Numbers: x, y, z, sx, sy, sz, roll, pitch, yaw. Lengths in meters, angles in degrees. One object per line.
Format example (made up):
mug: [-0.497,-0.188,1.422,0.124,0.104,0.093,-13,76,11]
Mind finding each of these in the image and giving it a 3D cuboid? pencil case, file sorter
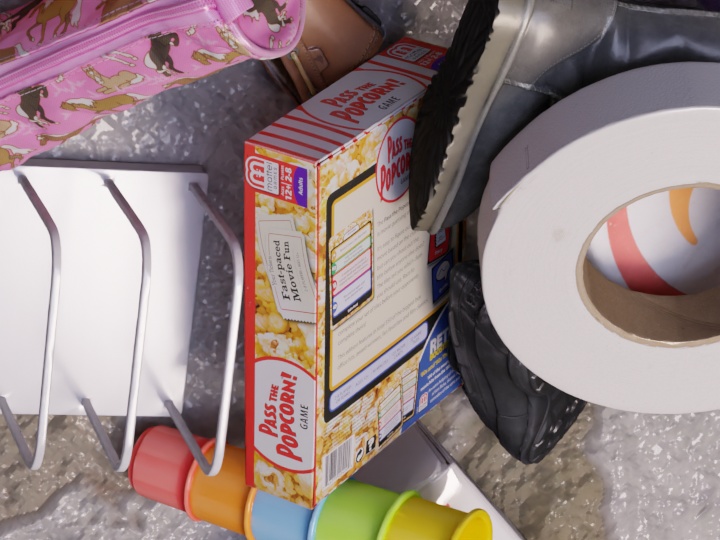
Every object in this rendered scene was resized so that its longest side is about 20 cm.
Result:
pencil case: [-0.121,-0.113,1.457,0.199,0.087,0.083,-20,137,31]
file sorter: [-0.171,0.027,1.524,0.199,0.125,0.139,2,109,-17]

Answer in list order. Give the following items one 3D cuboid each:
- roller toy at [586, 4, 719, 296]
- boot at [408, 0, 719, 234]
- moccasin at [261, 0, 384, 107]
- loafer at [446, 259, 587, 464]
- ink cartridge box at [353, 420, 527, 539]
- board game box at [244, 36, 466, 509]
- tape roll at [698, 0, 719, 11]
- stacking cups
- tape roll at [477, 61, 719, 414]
roller toy: [0.172,-0.049,1.588,0.181,0.140,0.201,7,98,-15]
boot: [0.136,-0.069,1.462,0.199,0.073,0.182,9,139,-16]
moccasin: [-0.076,-0.158,1.516,0.078,0.074,0.201,-48,125,-4]
loafer: [0.083,0.046,1.601,0.068,0.070,0.201,-50,160,-13]
ink cartridge box: [0.042,0.202,1.673,0.145,0.084,0.200,-41,116,1]
board game box: [0.000,0.000,1.546,0.151,0.046,0.201,-36,136,-48]
tape roll: [0.213,-0.226,1.500,0.065,0.200,0.201,-2,110,-14]
stacking cups: [-0.031,0.124,1.576,0.199,0.060,0.061,18,109,22]
tape roll: [0.155,-0.013,1.442,0.202,0.037,0.203,-1,133,-1]
